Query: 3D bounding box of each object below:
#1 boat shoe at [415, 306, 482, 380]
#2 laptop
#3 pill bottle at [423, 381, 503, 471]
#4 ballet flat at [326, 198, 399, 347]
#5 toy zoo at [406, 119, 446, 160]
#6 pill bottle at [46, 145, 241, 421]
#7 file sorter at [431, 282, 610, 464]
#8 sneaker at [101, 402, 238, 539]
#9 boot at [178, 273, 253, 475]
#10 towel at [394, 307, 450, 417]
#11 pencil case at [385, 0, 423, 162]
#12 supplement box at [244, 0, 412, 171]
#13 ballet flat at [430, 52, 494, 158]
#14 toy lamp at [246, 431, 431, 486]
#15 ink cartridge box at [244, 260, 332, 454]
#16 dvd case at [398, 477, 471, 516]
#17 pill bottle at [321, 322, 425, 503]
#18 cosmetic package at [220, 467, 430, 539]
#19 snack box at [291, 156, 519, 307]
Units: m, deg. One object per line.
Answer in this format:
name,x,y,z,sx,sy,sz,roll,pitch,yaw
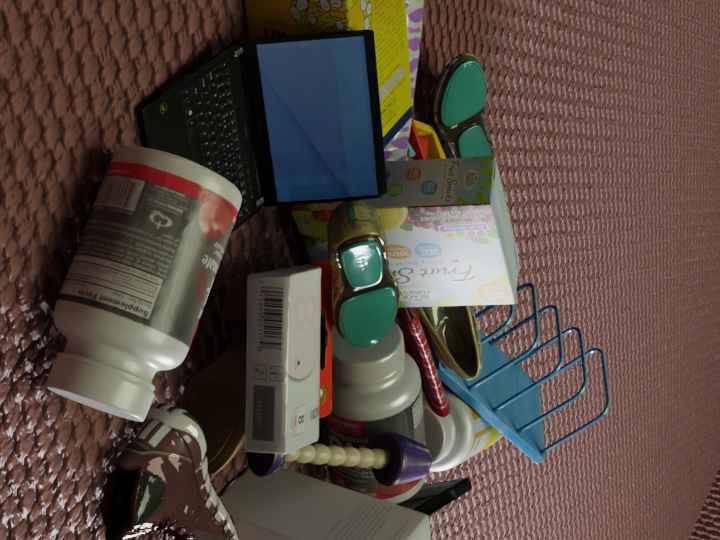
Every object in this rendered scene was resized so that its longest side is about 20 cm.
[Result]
boat shoe,0.088,0.028,1.774,0.063,0.073,0.201,-125,-165,-70
laptop,-0.079,-0.100,1.382,0.200,0.103,0.177,-42,139,-39
pill bottle,0.108,0.183,1.952,0.200,0.109,0.109,-14,115,-63
ballet flat,0.000,0.000,1.543,0.200,0.071,0.071,84,29,-57
toy zoo,0.066,-0.105,1.738,0.200,0.020,0.131,8,62,-66
pill bottle,-0.176,0.012,1.255,0.111,0.111,0.200,42,65,-63
file sorter,0.196,0.107,1.927,0.200,0.123,0.139,42,29,-26
sneaker,-0.181,0.225,1.420,0.116,0.076,0.200,-45,131,-41
boot,-0.103,0.107,1.525,0.155,0.077,0.200,38,61,-68
towel,0.052,0.063,1.774,0.200,0.022,0.145,69,-4,-52
pencil case,0.014,-0.201,1.586,0.085,0.084,0.200,-13,113,-52
supplement box,-0.028,-0.209,1.456,0.110,0.109,0.200,-51,145,-44
ballet flat,0.109,-0.182,1.820,0.072,0.072,0.200,-60,153,-31
toy lamp,-0.015,0.187,1.600,0.200,0.058,0.058,8,97,-36
ink cartridge box,-0.047,0.075,1.489,0.200,0.057,0.163,-10,102,-64
dvd case,0.025,0.274,1.795,0.200,0.143,0.018,-14,89,-63
pill bottle,0.012,0.149,1.710,0.111,0.111,0.200,-51,145,-43
cosmetic package,-0.042,0.265,1.565,0.102,0.200,0.074,-41,138,-51
snack box,0.049,-0.035,1.597,0.169,0.200,0.068,71,23,-51
